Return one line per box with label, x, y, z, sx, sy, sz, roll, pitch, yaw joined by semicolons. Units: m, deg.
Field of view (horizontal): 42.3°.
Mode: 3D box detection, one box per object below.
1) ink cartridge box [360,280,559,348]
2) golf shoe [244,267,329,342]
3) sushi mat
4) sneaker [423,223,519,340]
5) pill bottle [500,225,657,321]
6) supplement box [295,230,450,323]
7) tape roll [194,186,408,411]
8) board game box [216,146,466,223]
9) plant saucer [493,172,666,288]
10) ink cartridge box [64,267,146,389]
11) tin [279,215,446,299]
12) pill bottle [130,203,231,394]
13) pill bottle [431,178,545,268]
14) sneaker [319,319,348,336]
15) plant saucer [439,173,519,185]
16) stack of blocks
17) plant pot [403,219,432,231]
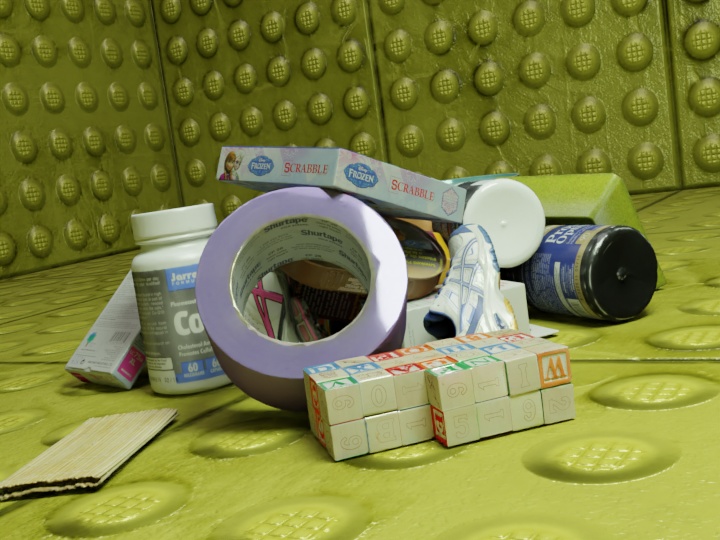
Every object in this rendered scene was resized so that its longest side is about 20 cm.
ink cartridge box;0.114;0.053;1.065;0.198;0.069;0.115;-11;8;-22
golf shoe;-0.109;0.029;1.035;0.091;0.201;0.073;-30;-25;4
sushi mat;-0.238;0.159;0.835;0.094;0.012;0.200;-9;6;8
sneaker;0.103;0.027;0.953;0.087;0.076;0.201;-11;41;1
pill bottle;0.259;0.000;1.152;0.111;0.113;0.199;-11;8;-26
supplement box;0.000;0.000;1.143;0.198;0.111;0.086;11;23;-14
tape roll;-0.053;0.026;0.889;0.197;0.202;0.085;-8;-28;-3
board game box;-0.021;-0.094;1.023;0.199;0.042;0.198;9;-2;45
plant saucer;0.285;-0.038;1.253;0.199;0.200;0.048;3;48;45
ink cartridge box;-0.276;0.051;1.163;0.119;0.042;0.201;-1;54;46
tin;-0.002;-0.019;1.027;0.198;0.042;0.112;8;32;-18
pill bottle;-0.198;0.030;1.060;0.112;0.203;0.114;-8;7;1
pill bottle;0.151;-0.062;1.182;0.105;0.108;0.200;-9;6;-10
sneaker;-0.057;0.051;1.266;0.089;0.071;0.200;-4;9;9
plant saucer;0.137;-0.114;1.375;0.197;0.036;0.200;-7;7;1
stack of blocks;0.062;0.101;0.772;0.198;0.059;0.115;-10;7;-14
plant pot;0.096;-0.020;1.394;0.198;0.142;0.200;-8;8;1
